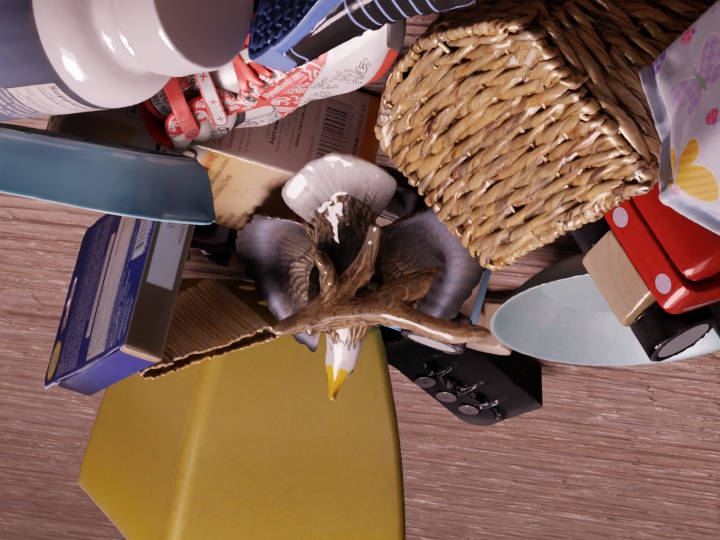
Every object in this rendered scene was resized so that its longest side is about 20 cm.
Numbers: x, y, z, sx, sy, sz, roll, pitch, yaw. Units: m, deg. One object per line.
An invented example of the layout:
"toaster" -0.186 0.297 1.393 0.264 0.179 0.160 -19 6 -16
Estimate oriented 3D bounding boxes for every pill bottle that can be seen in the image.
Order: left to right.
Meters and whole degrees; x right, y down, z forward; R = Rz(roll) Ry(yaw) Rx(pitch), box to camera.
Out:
"pill bottle" -0.164 -0.148 1.191 0.199 0.121 0.119 -3 156 35

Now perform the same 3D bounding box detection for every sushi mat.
"sushi mat" -0.121 0.037 1.463 0.095 0.012 0.200 -19 -166 -12

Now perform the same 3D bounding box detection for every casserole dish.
"casserole dish" -0.176 -0.061 1.282 0.199 0.039 0.121 11 -176 27

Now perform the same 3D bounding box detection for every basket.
"basket" 0.115 -0.114 1.211 0.143 0.149 0.200 49 153 -5

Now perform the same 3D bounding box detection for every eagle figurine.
"eagle figurine" -0.004 0.007 1.353 0.152 0.151 0.200 42 -169 -5

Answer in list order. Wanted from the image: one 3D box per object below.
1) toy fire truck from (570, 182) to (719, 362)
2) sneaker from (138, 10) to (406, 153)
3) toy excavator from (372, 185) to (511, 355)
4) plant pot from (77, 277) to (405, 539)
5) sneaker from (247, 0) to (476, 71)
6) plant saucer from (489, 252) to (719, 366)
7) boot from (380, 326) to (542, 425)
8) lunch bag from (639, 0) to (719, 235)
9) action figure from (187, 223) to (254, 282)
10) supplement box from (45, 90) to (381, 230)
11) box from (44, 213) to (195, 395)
"toy fire truck" 0.250 -0.037 1.235 0.175 0.129 0.200 -13 153 -40
"sneaker" -0.058 -0.117 1.226 0.107 0.068 0.201 -22 180 -28
"toy excavator" 0.048 0.011 1.575 0.193 0.101 0.200 18 173 -12
"plant pot" -0.081 0.108 1.611 0.198 0.178 0.200 2 -166 -27
"sneaker" 0.018 -0.153 1.107 0.078 0.071 0.200 24 144 -25
"plant saucer" 0.192 0.020 1.540 0.199 0.039 0.201 -1 159 0
"boot" 0.039 0.073 1.784 0.164 0.066 0.200 -1 161 36
"lunch bag" 0.266 -0.079 1.067 0.199 0.128 0.170 26 130 -24
"action figure" -0.082 -0.026 1.565 0.129 0.070 0.200 -9 165 30
"supplement box" -0.098 -0.087 1.389 0.198 0.074 0.126 16 159 -12
"box" -0.157 0.013 1.409 0.032 0.122 0.200 19 163 -20
